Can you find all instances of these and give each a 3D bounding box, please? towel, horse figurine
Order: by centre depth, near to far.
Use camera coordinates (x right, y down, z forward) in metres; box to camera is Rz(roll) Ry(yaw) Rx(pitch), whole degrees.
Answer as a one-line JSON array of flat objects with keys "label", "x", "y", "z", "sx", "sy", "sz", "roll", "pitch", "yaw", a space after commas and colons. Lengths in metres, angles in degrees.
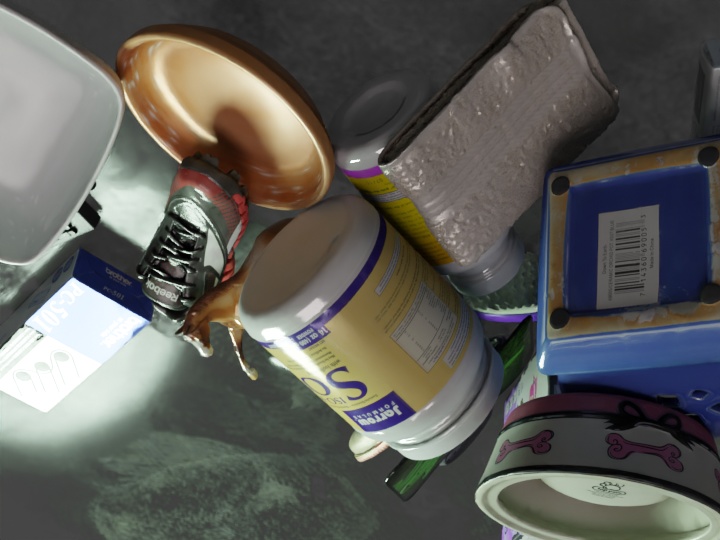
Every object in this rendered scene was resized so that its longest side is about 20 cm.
[{"label": "towel", "x": 0.116, "y": -0.110, "z": 0.909, "sx": 0.200, "sy": 0.034, "sz": 0.133, "roll": -47, "pitch": 124, "yaw": -8}, {"label": "horse figurine", "x": -0.075, "y": 0.013, "z": 1.048, "sx": 0.200, "sy": 0.050, "sz": 0.133, "roll": -49, "pitch": 135, "yaw": -13}]

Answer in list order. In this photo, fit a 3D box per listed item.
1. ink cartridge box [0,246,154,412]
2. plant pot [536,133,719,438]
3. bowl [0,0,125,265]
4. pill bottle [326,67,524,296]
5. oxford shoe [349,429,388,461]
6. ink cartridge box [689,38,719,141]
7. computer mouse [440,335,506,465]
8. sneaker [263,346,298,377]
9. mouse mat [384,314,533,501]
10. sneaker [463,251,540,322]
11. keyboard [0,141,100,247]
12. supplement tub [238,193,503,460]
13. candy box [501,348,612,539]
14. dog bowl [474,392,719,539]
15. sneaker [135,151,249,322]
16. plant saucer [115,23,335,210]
[{"label": "ink cartridge box", "x": -0.303, "y": 0.065, "z": 1.170, "sx": 0.094, "sy": 0.044, "sz": 0.200, "roll": 34, "pitch": 127, "yaw": -28}, {"label": "plant pot", "x": 0.241, "y": 0.012, "z": 0.889, "sx": 0.199, "sy": 0.201, "sz": 0.180, "roll": -8, "pitch": 154, "yaw": 31}, {"label": "bowl", "x": -0.303, "y": -0.127, "z": 0.936, "sx": 0.199, "sy": 0.075, "sz": 0.200, "roll": 30, "pitch": 111, "yaw": -15}, {"label": "pill bottle", "x": 0.063, "y": -0.067, "z": 0.978, "sx": 0.104, "sy": 0.105, "sz": 0.200, "roll": -23, "pitch": 128, "yaw": 23}, {"label": "oxford shoe", "x": 0.032, "y": 0.122, "z": 1.198, "sx": 0.074, "sy": 0.071, "sz": 0.200, "roll": 34, "pitch": 124, "yaw": 0}, {"label": "ink cartridge box", "x": 0.377, "y": -0.120, "z": 0.949, "sx": 0.199, "sy": 0.057, "sz": 0.163, "roll": -6, "pitch": 133, "yaw": 3}, {"label": "computer mouse", "x": 0.094, "y": 0.139, "z": 1.173, "sx": 0.053, "sy": 0.139, "sz": 0.200, "roll": 39, "pitch": 166, "yaw": 18}, {"label": "sneaker", "x": -0.018, "y": 0.088, "z": 1.116, "sx": 0.199, "sy": 0.088, "sz": 0.075, "roll": 4, "pitch": 110, "yaw": 26}, {"label": "mouse mat", "x": 0.098, "y": 0.134, "z": 1.079, "sx": 0.200, "sy": 0.008, "sz": 0.161, "roll": -47, "pitch": 161, "yaw": -7}, {"label": "sneaker", "x": 0.200, "y": 0.034, "z": 1.090, "sx": 0.199, "sy": 0.070, "sz": 0.100, "roll": -8, "pitch": 136, "yaw": 12}, {"label": "keyboard", "x": -0.319, "y": -0.091, "z": 1.025, "sx": 0.104, "sy": 0.040, "sz": 0.200, "roll": -23, "pitch": 129, "yaw": 25}, {"label": "supplement tub", "x": 0.012, "y": 0.050, "z": 0.959, "sx": 0.145, "sy": 0.146, "sz": 0.200, "roll": -31, "pitch": 118, "yaw": 29}, {"label": "candy box", "x": 0.193, "y": 0.173, "z": 1.118, "sx": 0.071, "sy": 0.169, "sz": 0.200, "roll": 7, "pitch": 153, "yaw": -3}, {"label": "dog bowl", "x": 0.194, "y": 0.162, "z": 0.910, "sx": 0.199, "sy": 0.074, "sz": 0.200, "roll": 10, "pitch": 153, "yaw": 5}, {"label": "sneaker", "x": -0.150, "y": -0.020, "z": 1.009, "sx": 0.071, "sy": 0.098, "sz": 0.201, "roll": 30, "pitch": 148, "yaw": 6}, {"label": "plant saucer", "x": -0.105, "y": -0.127, "z": 0.929, "sx": 0.199, "sy": 0.038, "sz": 0.201, "roll": 24, "pitch": 153, "yaw": 13}]
